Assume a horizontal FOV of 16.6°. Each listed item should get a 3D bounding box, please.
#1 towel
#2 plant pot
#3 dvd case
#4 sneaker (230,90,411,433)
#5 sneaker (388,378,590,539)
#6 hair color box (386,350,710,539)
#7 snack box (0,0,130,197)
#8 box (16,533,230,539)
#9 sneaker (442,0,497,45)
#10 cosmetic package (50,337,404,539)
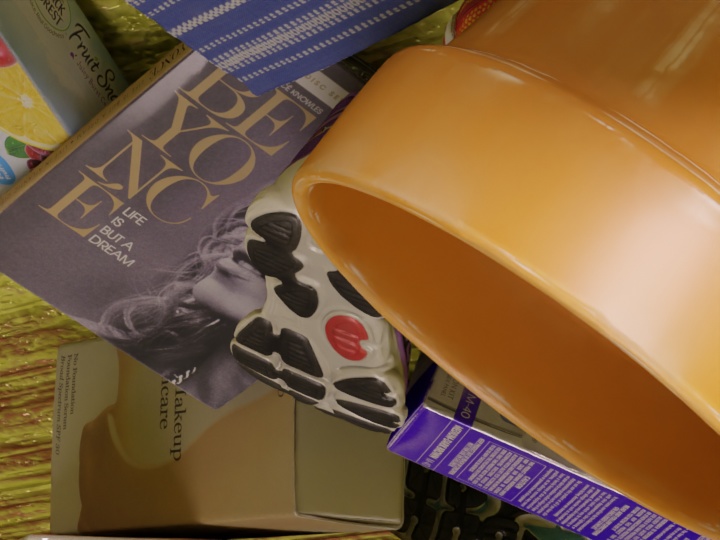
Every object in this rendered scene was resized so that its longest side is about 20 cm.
[{"bbox_3d":[-0.072,-0.134,0.811,0.199,0.024,0.144,34,154,-22],"label":"towel"},{"bbox_3d":[0.109,-0.040,0.806,0.200,0.184,0.200,35,169,8],"label":"plant pot"},{"bbox_3d":[-0.054,-0.024,1.052,0.148,0.016,0.200,35,128,-26],"label":"dvd case"},{"bbox_3d":[0.000,0.000,1.011,0.080,0.084,0.200,24,152,7],"label":"sneaker"},{"bbox_3d":[0.042,0.126,1.280,0.200,0.079,0.090,36,152,-24],"label":"sneaker"},{"bbox_3d":[0.124,0.062,1.079,0.199,0.110,0.065,24,152,-7],"label":"hair color box"},{"bbox_3d":[-0.177,-0.081,1.080,0.141,0.053,0.200,2,140,33],"label":"snack box"},{"bbox_3d":[-0.078,0.189,1.233,0.198,0.107,0.152,3,171,-15],"label":"box"},{"bbox_3d":[0.123,-0.049,0.936,0.199,0.073,0.077,30,135,-25],"label":"sneaker"},{"bbox_3d":[-0.068,0.079,1.220,0.071,0.106,0.199,10,165,-40],"label":"cosmetic package"}]
